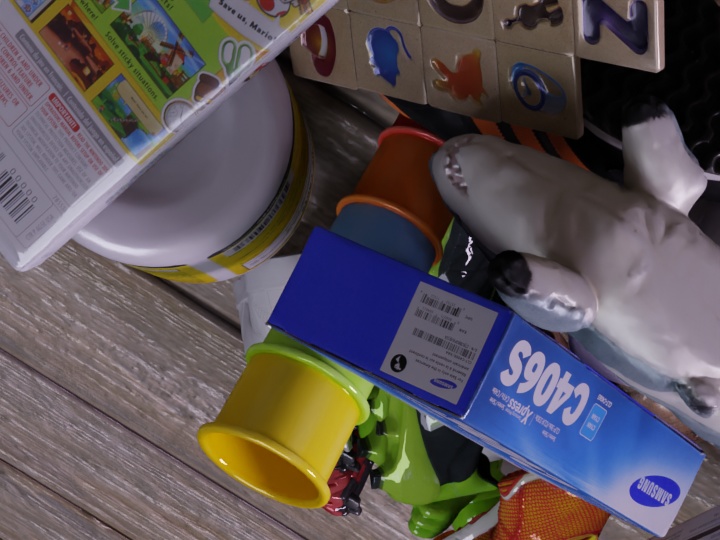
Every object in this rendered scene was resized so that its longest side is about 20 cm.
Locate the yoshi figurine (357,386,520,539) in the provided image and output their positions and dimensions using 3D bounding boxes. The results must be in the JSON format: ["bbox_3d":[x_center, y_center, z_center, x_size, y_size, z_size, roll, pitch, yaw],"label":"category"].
[{"bbox_3d":[0.044,0.102,0.992,0.112,0.112,0.200,29,152,21],"label":"yoshi figurine"}]

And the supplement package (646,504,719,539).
[{"bbox_3d":[0.193,0.205,0.819,0.155,0.111,0.200,28,156,-4],"label":"supplement package"}]

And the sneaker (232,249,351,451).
[{"bbox_3d":[-0.024,0.049,0.913,0.073,0.116,0.200,-8,174,-9],"label":"sneaker"}]

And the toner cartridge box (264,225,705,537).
[{"bbox_3d":[0.056,0.048,0.678,0.095,0.043,0.200,25,175,36],"label":"toner cartridge box"}]

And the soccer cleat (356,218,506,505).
[{"bbox_3d":[0.049,0.030,0.859,0.081,0.068,0.201,-2,123,-15],"label":"soccer cleat"}]

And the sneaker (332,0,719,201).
[{"bbox_3d":[0.083,-0.069,0.676,0.199,0.070,0.090,25,159,25],"label":"sneaker"}]

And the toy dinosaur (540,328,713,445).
[{"bbox_3d":[0.155,0.057,0.817,0.199,0.086,0.136,17,160,38],"label":"toy dinosaur"}]

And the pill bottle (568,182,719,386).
[{"bbox_3d":[0.189,0.023,0.667,0.199,0.116,0.116,17,152,26],"label":"pill bottle"}]

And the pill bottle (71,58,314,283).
[{"bbox_3d":[-0.079,-0.052,0.776,0.112,0.113,0.200,29,178,4],"label":"pill bottle"}]

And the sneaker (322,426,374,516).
[{"bbox_3d":[-0.035,0.092,1.097,0.098,0.071,0.201,23,156,10],"label":"sneaker"}]

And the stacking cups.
[{"bbox_3d":[0.000,0.000,0.731,0.060,0.201,0.061,21,153,11],"label":"stacking cups"}]

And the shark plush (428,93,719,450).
[{"bbox_3d":[0.112,0.018,0.621,0.200,0.091,0.083,35,160,-15],"label":"shark plush"}]

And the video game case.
[{"bbox_3d":[-0.125,-0.130,0.640,0.182,0.023,0.200,-38,89,23],"label":"video game case"}]

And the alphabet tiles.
[{"bbox_3d":[0.018,-0.133,0.610,0.199,0.006,0.167,17,130,34],"label":"alphabet tiles"}]

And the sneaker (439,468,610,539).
[{"bbox_3d":[0.097,0.145,0.895,0.077,0.073,0.200,66,153,22],"label":"sneaker"}]
